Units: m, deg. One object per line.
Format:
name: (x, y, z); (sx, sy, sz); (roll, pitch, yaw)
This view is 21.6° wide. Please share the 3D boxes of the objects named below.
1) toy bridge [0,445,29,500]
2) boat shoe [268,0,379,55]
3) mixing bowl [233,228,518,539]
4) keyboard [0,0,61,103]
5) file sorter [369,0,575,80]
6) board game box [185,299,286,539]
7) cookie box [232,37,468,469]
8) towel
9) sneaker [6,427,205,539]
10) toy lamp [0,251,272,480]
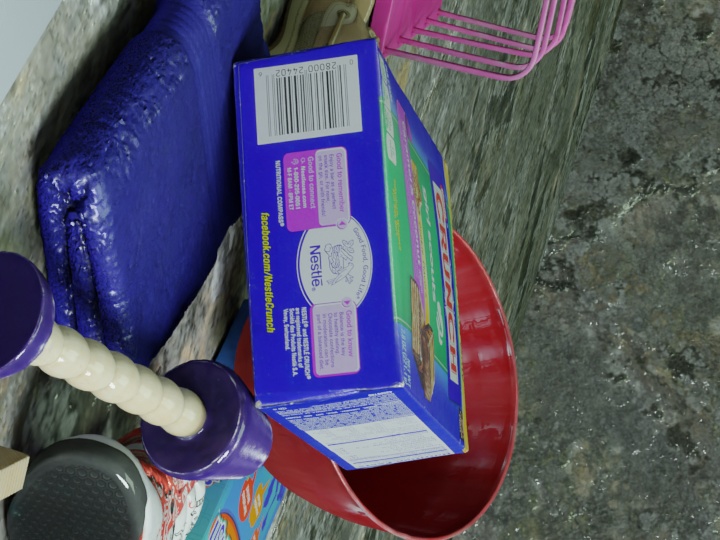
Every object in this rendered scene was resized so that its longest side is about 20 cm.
toy bridge: (-0.182, 0.167, 0.790); (0.067, 0.027, 0.201); (-28, 132, -75)
boat shoe: (-0.020, -0.119, 1.123); (0.200, 0.064, 0.071); (-63, 165, -47)
mixing bowl: (-0.005, 0.066, 1.142); (0.200, 0.108, 0.201); (14, 71, -49)
keyboard: (-0.143, -0.072, 0.700); (0.056, 0.011, 0.200); (100, 11, -55)
file sorter: (0.098, -0.229, 1.423); (0.200, 0.125, 0.139); (-48, 151, -68)
board game box: (-0.088, 0.143, 1.205); (0.152, 0.045, 0.200); (91, 19, -53)
cookie box: (0.000, 0.000, 0.953); (0.200, 0.075, 0.172); (50, 35, -72)
towel: (-0.095, -0.057, 0.887); (0.148, 0.049, 0.200); (85, 22, -44)
sneaker: (-0.120, 0.109, 0.930); (0.202, 0.067, 0.108); (98, 11, -51)
toy lamp: (-0.099, 0.048, 0.805); (0.200, 0.058, 0.058); (40, 64, -56)
